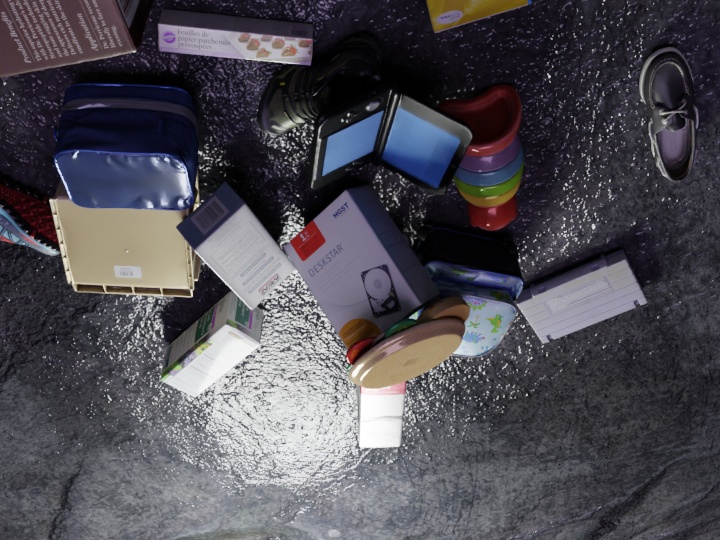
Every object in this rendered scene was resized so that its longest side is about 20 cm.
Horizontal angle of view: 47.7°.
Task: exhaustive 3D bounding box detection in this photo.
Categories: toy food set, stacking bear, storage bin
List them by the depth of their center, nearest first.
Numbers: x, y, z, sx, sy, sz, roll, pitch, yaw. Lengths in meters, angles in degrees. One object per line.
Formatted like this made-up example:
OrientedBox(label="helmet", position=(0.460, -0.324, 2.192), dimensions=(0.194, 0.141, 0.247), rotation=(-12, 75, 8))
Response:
OrientedBox(label="stacking bear", position=(0.181, -0.140, 1.162), dimensions=(0.119, 0.115, 0.202), rotation=(-15, 139, 4))
OrientedBox(label="toy food set", position=(0.066, 0.115, 1.209), dimensions=(0.194, 0.049, 0.201), rotation=(-16, 156, -19))
OrientedBox(label="storage bin", position=(-0.346, -0.060, 1.234), dimensions=(0.195, 0.095, 0.201), rotation=(3, 135, -5))

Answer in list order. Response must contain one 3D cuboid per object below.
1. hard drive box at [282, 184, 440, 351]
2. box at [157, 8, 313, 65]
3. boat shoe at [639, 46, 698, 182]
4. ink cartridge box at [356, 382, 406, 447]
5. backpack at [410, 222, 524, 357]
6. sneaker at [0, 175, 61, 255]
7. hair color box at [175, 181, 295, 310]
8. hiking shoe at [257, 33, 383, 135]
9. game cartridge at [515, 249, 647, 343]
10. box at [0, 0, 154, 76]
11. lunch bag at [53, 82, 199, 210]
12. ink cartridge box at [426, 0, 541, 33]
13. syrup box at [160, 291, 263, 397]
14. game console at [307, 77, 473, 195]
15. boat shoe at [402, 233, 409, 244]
OrientedBox(label="hard drive box", position=(0.000, 0.000, 1.235), dimensions=(0.155, 0.076, 0.202), rotation=(-39, 80, 31))
OrientedBox(label="box", position=(-0.158, -0.299, 1.044), dimensions=(0.195, 0.042, 0.039), rotation=(3, 135, -6))
OrientedBox(label="boat shoe", position=(0.431, -0.211, 1.130), dimensions=(0.072, 0.061, 0.202), rotation=(-11, 133, 10))
OrientedBox(label="ink cartridge box", position=(0.034, 0.199, 1.456), dimensions=(0.083, 0.147, 0.203), rotation=(-2, 134, -1))
OrientedBox(label="backpack", position=(0.156, 0.052, 1.319), dimensions=(0.179, 0.149, 0.202), rotation=(10, 137, -7))
OrientedBox(label="sneaker", position=(-0.535, -0.084, 1.229), dimensions=(0.199, 0.080, 0.095), rotation=(36, 134, -21))
OrientedBox(label="hair color box", position=(-0.181, -0.032, 1.223), dimensions=(0.099, 0.061, 0.201), rotation=(-42, 147, -6))
OrientedBox(label="hiking shoe", position=(-0.060, -0.231, 1.066), dimensions=(0.198, 0.102, 0.076), rotation=(-29, 122, 22))
OrientedBox(label="game cartridge", position=(0.377, 0.045, 1.398), dimensions=(0.197, 0.039, 0.130), rotation=(-24, 126, 21))
OrientedBox(label="box", position=(-0.354, -0.341, 0.909), dimensions=(0.195, 0.166, 0.168), rotation=(-7, 135, 6))
OrientedBox(label="lunch bag", position=(-0.317, -0.172, 1.101), dimensions=(0.195, 0.135, 0.137), rotation=(2, 150, -5))
OrientedBox(label="ink cartridge box", position=(0.156, -0.400, 0.952), dimensions=(0.194, 0.048, 0.202), rotation=(-13, 136, 12))
OrientedBox(label="syrup box", position=(-0.260, 0.132, 1.431), dimensions=(0.081, 0.080, 0.199), rotation=(32, 126, -28))
OrientedBox(label="game console", position=(0.032, -0.149, 1.084), dimensions=(0.174, 0.118, 0.200), rotation=(-28, 166, -16))
OrientedBox(label="boat shoe", position=(0.016, 0.012, 1.327), dimensions=(0.065, 0.076, 0.200), rotation=(6, 145, -24))
